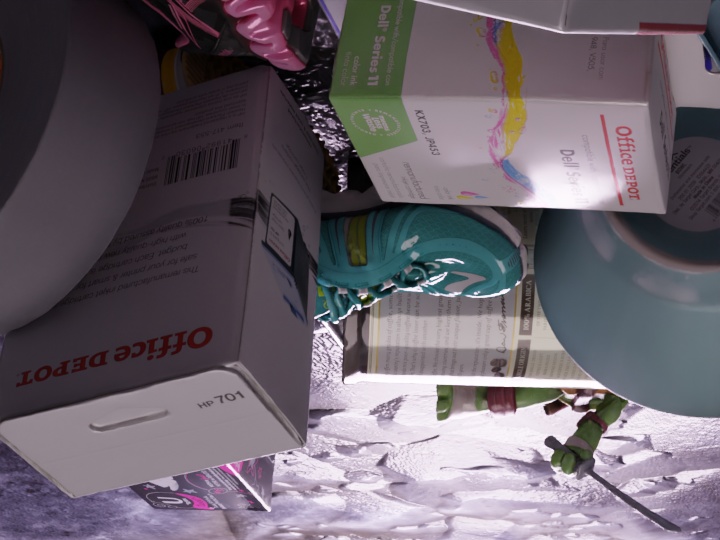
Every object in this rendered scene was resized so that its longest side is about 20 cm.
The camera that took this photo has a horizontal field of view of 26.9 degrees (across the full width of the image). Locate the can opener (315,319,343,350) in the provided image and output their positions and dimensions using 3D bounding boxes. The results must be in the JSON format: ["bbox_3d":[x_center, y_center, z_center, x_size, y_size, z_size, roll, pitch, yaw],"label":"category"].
[{"bbox_3d":[-0.049,0.004,1.106,0.066,0.054,0.200,-7,152,16],"label":"can opener"}]

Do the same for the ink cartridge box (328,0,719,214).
[{"bbox_3d":[0.096,-0.084,0.762,0.197,0.068,0.117,3,156,18],"label":"ink cartridge box"}]

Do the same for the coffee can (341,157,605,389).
[{"bbox_3d":[0.088,0.004,0.986,0.197,0.148,0.147,2,155,-1],"label":"coffee can"}]

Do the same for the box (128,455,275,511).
[{"bbox_3d":[-0.145,0.105,1.231,0.113,0.134,0.200,-1,155,13],"label":"box"}]

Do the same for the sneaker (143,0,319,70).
[{"bbox_3d":[-0.092,-0.164,0.748,0.094,0.080,0.200,4,156,22],"label":"sneaker"}]

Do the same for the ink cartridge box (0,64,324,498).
[{"bbox_3d":[-0.103,0.004,0.802,0.145,0.202,0.086,-14,141,19],"label":"ink cartridge box"}]

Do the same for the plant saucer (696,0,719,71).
[{"bbox_3d":[0.217,-0.168,0.640,0.200,0.019,0.070,-45,151,9],"label":"plant saucer"}]

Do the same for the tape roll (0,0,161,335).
[{"bbox_3d":[-0.196,-0.070,0.787,0.199,0.203,0.066,-17,149,34],"label":"tape roll"}]

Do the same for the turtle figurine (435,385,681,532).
[{"bbox_3d":[0.153,0.075,1.144,0.191,0.201,0.145,3,121,8],"label":"turtle figurine"}]

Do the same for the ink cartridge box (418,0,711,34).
[{"bbox_3d":[0.030,-0.152,0.593,0.198,0.084,0.145,19,-162,30],"label":"ink cartridge box"}]

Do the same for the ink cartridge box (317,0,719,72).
[{"bbox_3d":[0.079,-0.154,0.777,0.197,0.044,0.198,-7,153,15],"label":"ink cartridge box"}]

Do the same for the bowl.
[{"bbox_3d":[0.194,-0.030,0.847,0.198,0.203,0.105,-3,154,9],"label":"bowl"}]

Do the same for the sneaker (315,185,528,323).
[{"bbox_3d":[0.000,0.000,0.858,0.198,0.080,0.078,0,133,26],"label":"sneaker"}]

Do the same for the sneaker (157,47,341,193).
[{"bbox_3d":[-0.085,-0.068,0.939,0.089,0.076,0.200,-13,142,25],"label":"sneaker"}]
